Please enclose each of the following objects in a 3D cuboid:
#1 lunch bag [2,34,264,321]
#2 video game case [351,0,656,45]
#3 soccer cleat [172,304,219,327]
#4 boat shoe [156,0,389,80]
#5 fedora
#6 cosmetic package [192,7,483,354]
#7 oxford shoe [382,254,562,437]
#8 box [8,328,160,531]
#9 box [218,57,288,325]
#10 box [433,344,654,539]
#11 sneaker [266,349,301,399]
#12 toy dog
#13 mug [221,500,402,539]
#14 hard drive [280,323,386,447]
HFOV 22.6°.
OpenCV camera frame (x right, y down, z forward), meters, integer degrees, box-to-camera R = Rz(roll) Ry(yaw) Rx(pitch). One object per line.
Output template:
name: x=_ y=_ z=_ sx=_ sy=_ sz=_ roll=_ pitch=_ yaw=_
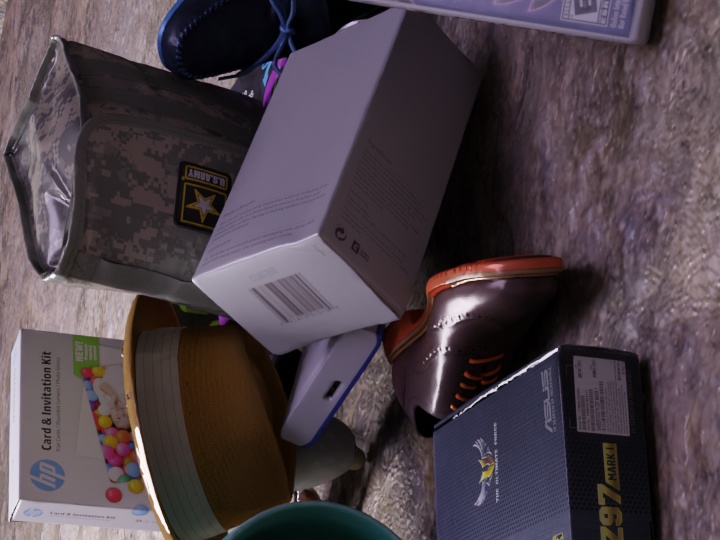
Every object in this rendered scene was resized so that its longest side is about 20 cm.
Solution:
lunch bag: x=-0.127 y=-0.047 z=1.152 sx=0.118 sy=0.164 sz=0.200 roll=-61 pitch=31 yaw=25
video game case: x=0.083 y=-0.231 z=0.954 sx=0.182 sy=0.023 sz=0.200 roll=13 pitch=97 yaw=25
soccer cleat: x=-0.135 y=0.064 z=1.341 sx=0.084 sy=0.065 sz=0.200 roll=-159 pitch=69 yaw=-63
boat shoe: x=-0.040 y=-0.182 z=1.197 sx=0.069 sy=0.200 sz=0.084 roll=41 pitch=157 yaw=41
fedora: x=-0.092 y=0.100 z=1.172 sx=0.201 sy=0.082 sz=0.201 roll=-13 pitch=-90 yaw=-83
cosmetic package: x=-0.010 y=-0.058 z=1.085 sx=0.113 sy=0.081 sz=0.200 roll=-17 pitch=39 yaw=42
oxford shoe: x=0.068 y=0.043 z=1.011 sx=0.200 sy=0.071 sz=0.073 roll=127 pitch=137 yaw=-67
box: x=-0.173 y=0.129 z=1.413 sx=0.041 sy=0.200 sz=0.156 roll=120 pitch=151 yaw=-48
box: x=-0.060 y=-0.066 z=1.252 sx=0.143 sy=0.036 sz=0.200 roll=-50 pitch=39 yaw=44
box: x=0.091 y=0.155 z=0.918 sx=0.158 sy=0.051 sz=0.200 roll=137 pitch=136 yaw=-61
sneaker: x=-0.078 y=0.071 z=1.386 sx=0.116 sy=0.075 sz=0.200 roll=-52 pitch=46 yaw=45
toy dog: x=-0.053 y=0.177 z=1.276 sx=0.200 sy=0.096 sz=0.132 roll=-19 pitch=61 yaw=51
mug: x=-0.051 y=0.215 z=1.095 sx=0.185 sy=0.152 sz=0.114 roll=48 pitch=151 yaw=3
hard drive: x=0.000 y=0.000 z=1.164 sx=0.132 sy=0.025 sz=0.200 roll=122 pitch=167 yaw=-48
